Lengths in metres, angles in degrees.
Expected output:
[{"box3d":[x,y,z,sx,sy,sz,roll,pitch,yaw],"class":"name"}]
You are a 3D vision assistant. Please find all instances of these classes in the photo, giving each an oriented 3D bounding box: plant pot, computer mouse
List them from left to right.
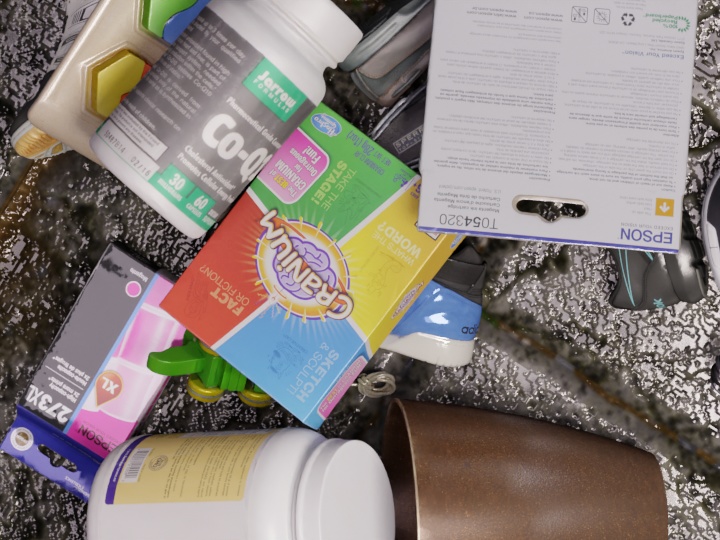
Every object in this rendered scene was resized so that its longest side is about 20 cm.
[{"box3d":[0.126,0.188,1.691,0.199,0.187,0.187,-1,93,-8],"class":"plant pot"},{"box3d":[0.290,0.008,1.697,0.044,0.110,0.201,-9,80,35],"class":"computer mouse"}]

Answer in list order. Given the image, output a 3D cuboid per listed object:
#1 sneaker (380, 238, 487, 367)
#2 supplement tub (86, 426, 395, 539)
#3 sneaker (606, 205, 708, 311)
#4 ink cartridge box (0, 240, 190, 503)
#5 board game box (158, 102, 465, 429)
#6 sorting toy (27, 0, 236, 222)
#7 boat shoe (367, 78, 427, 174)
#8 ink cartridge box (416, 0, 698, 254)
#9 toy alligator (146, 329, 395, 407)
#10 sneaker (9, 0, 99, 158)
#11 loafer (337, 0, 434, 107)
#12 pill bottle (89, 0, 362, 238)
[{"box3d":[0.000,0.000,1.729,0.199,0.077,0.111,13,101,2],"class":"sneaker"},{"box3d":[-0.089,0.192,1.675,0.200,0.145,0.146,-4,93,27],"class":"supplement tub"},{"box3d":[0.205,-0.065,1.703,0.079,0.075,0.200,-16,85,20],"class":"sneaker"},{"box3d":[-0.208,0.085,1.786,0.095,0.037,0.200,31,99,4],"class":"ink cartridge box"},{"box3d":[-0.033,-0.005,1.676,0.153,0.040,0.200,37,90,19],"class":"board game box"},{"box3d":[-0.131,-0.151,1.716,0.185,0.036,0.200,31,100,-28],"class":"sorting toy"},{"box3d":[0.086,-0.137,1.716,0.200,0.068,0.072,-32,89,8],"class":"boat shoe"},{"box3d":[0.144,-0.114,1.642,0.196,0.043,0.201,6,80,2],"class":"ink cartridge box"},{"box3d":[-0.072,0.070,1.757,0.200,0.054,0.059,6,125,-15],"class":"toy alligator"},{"box3d":[-0.212,-0.176,1.759,0.200,0.076,0.088,-44,76,1],"class":"sneaker"},{"box3d":[0.074,-0.204,1.722,0.200,0.072,0.063,-35,107,14],"class":"loafer"},{"box3d":[-0.098,-0.132,1.656,0.113,0.113,0.200,41,91,3],"class":"pill bottle"}]
